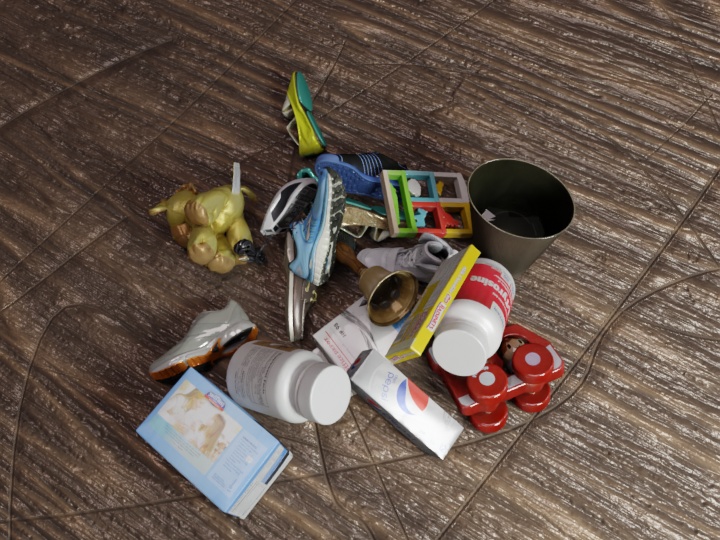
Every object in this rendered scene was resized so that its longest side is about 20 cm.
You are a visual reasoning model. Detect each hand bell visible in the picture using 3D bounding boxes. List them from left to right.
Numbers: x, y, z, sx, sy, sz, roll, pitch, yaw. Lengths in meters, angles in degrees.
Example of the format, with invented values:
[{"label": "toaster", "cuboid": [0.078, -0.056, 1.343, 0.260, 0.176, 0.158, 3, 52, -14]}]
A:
[{"label": "hand bell", "cuboid": [0.000, 0.000, 1.132, 0.104, 0.105, 0.200, -37, 45, -12]}]

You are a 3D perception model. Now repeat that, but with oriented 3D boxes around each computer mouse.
[{"label": "computer mouse", "cuboid": [-0.153, -0.097, 1.188, 0.044, 0.109, 0.201, 43, 100, 17]}]

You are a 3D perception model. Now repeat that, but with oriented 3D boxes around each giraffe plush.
[{"label": "giraffe plush", "cuboid": [-0.303, -0.099, 1.225, 0.160, 0.172, 0.203, 1, 75, 28]}]

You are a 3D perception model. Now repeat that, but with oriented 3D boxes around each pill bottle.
[{"label": "pill bottle", "cuboid": [-0.115, 0.181, 1.050, 0.198, 0.114, 0.116, 5, 61, 43]}, {"label": "pill bottle", "cuboid": [0.182, 0.074, 1.060, 0.111, 0.114, 0.200, 19, 36, 12]}]

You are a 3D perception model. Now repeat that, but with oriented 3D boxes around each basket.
[{"label": "basket", "cuboid": [0.264, -0.076, 1.136, 0.178, 0.201, 0.137, 26, 71, 15]}]

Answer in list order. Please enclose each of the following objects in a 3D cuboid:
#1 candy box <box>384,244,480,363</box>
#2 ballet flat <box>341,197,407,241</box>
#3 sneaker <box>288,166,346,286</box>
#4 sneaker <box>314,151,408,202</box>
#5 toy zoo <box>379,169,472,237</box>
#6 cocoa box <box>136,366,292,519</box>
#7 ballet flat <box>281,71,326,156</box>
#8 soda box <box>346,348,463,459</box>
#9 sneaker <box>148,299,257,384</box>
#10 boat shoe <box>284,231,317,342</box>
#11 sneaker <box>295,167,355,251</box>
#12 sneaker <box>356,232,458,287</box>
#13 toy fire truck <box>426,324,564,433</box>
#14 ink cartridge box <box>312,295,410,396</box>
[{"label": "candy box", "cuboid": [0.113, 0.053, 1.023, 0.026, 0.102, 0.201, 38, 66, -9]}, {"label": "ballet flat", "cuboid": [0.017, -0.091, 1.217, 0.197, 0.066, 0.071, 11, 17, -28]}, {"label": "sneaker", "cuboid": [-0.083, -0.079, 1.121, 0.089, 0.078, 0.203, 15, 99, 14]}, {"label": "sneaker", "cuboid": [0.005, -0.194, 1.257, 0.197, 0.070, 0.079, 16, 53, -21]}, {"label": "toy zoo", "cuboid": [0.139, -0.124, 1.225, 0.197, 0.020, 0.133, 0, 67, -21]}, {"label": "cocoa box", "cuboid": [-0.230, 0.278, 1.050, 0.199, 0.132, 0.134, 35, 72, 17]}, {"label": "ballet flat", "cuboid": [-0.127, -0.321, 1.352, 0.066, 0.067, 0.203, -25, 67, 16]}, {"label": "soda box", "cuboid": [0.067, 0.215, 1.054, 0.200, 0.068, 0.064, 42, 72, -5]}, {"label": "sneaker", "cuboid": [-0.286, 0.125, 1.163, 0.198, 0.076, 0.092, -27, 59, -16]}, {"label": "boat shoe", "cuboid": [-0.107, 0.028, 1.188, 0.059, 0.072, 0.203, 2, 73, -13]}, {"label": "sneaker", "cuboid": [-0.076, -0.111, 1.235, 0.077, 0.091, 0.201, -29, 67, -8]}, {"label": "sneaker", "cuboid": [0.086, -0.022, 1.171, 0.197, 0.115, 0.076, 10, 66, 8]}, {"label": "toy fire truck", "cuboid": [0.227, 0.157, 1.095, 0.197, 0.113, 0.169, -22, 48, -7]}, {"label": "ink cartridge box", "cuboid": [-0.001, 0.130, 1.136, 0.199, 0.067, 0.116, -37, 69, -12]}]
